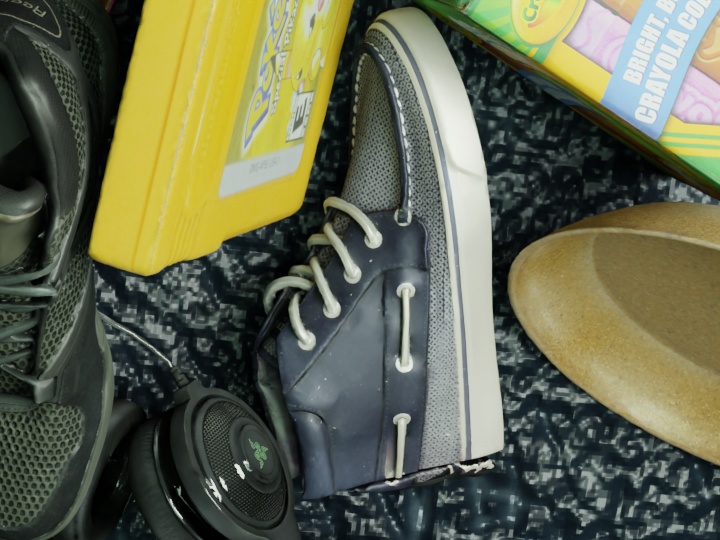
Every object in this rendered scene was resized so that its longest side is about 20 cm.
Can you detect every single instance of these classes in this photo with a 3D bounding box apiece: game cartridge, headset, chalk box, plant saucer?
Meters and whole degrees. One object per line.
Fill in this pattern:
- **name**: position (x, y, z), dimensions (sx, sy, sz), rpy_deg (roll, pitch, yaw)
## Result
- **game cartridge**: position (-0.036, -0.095, 0.709), dimensions (0.032, 0.200, 0.178), rpy_deg (16, 100, 7)
- **headset**: position (-0.082, 0.075, 0.798), dimensions (0.123, 0.094, 0.202), rpy_deg (1, 105, 21)
- **chalk box**: position (0.098, -0.128, 0.763), dimensions (0.199, 0.125, 0.124), rpy_deg (31, 95, -14)
- **plant saucer**: position (0.157, 0.028, 0.787), dimensions (0.200, 0.200, 0.036), rpy_deg (34, 67, -15)

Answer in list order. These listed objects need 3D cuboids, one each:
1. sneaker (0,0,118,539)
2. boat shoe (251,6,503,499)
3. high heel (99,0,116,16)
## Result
- **sneaker**: position (-0.126, 0.008, 0.658), dimensions (0.076, 0.114, 0.201), rpy_deg (10, 107, 7)
- **boat shoe**: position (0.000, 0.000, 0.795), dimensions (0.092, 0.075, 0.202), rpy_deg (-14, 106, -19)
- **high heel**: position (-0.097, -0.110, 0.700), dimensions (0.067, 0.096, 0.201), rpy_deg (-25, 151, -28)
